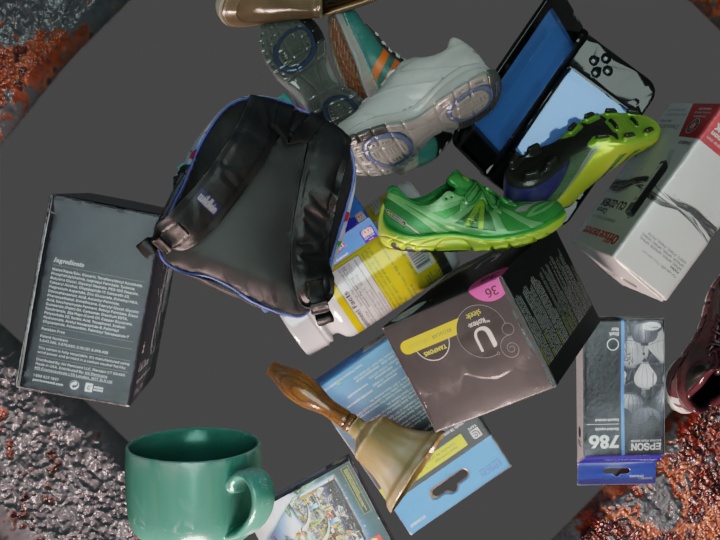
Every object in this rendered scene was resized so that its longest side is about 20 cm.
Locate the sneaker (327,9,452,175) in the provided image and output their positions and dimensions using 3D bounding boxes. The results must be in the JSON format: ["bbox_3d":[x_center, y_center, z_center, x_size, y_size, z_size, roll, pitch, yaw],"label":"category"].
[{"bbox_3d":[0.033,-0.211,1.326,0.079,0.071,0.201,-27,90,-17],"label":"sneaker"}]

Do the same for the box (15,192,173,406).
[{"bbox_3d":[-0.272,0.024,1.261,0.123,0.200,0.199,9,94,-4],"label":"box"}]

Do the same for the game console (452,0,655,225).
[{"bbox_3d":[0.218,-0.173,1.305,0.175,0.116,0.201,35,93,-3],"label":"game console"}]

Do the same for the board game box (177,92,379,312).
[{"bbox_3d":[-0.093,-0.077,1.288,0.151,0.045,0.201,-35,60,1],"label":"board game box"}]

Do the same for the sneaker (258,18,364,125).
[{"bbox_3d":[-0.053,-0.202,1.316,0.074,0.087,0.201,-28,76,-8],"label":"sneaker"}]

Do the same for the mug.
[{"bbox_3d":[-0.179,0.248,1.287,0.150,0.185,0.116,-2,97,-12],"label":"mug"}]

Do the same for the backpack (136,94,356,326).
[{"bbox_3d":[-0.094,-0.068,1.150,0.199,0.154,0.192,24,91,-16],"label":"backpack"}]

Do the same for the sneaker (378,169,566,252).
[{"bbox_3d":[0.117,-0.062,1.219,0.198,0.074,0.085,-2,94,-4],"label":"sneaker"}]

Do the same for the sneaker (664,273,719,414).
[{"bbox_3d":[0.420,0.080,1.327,0.075,0.116,0.201,27,93,-3],"label":"sneaker"}]

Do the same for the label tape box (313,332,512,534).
[{"bbox_3d":[0.057,0.173,1.348,0.144,0.063,0.201,-34,94,2],"label":"label tape box"}]

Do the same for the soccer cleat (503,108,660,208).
[{"bbox_3d":[0.242,-0.116,1.300,0.199,0.065,0.084,-25,135,-17],"label":"soccer cleat"}]

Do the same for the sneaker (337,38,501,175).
[{"bbox_3d":[0.046,-0.169,1.232,0.199,0.075,0.088,-27,54,0],"label":"sneaker"}]

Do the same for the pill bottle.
[{"bbox_3d":[0.000,0.000,1.311,0.199,0.114,0.115,-33,94,1],"label":"pill bottle"}]

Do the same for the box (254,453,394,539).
[{"bbox_3d":[-0.026,0.335,1.369,0.136,0.038,0.201,-28,94,0],"label":"box"}]

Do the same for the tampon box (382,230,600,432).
[{"bbox_3d":[0.144,0.057,1.255,0.149,0.200,0.127,-26,94,29],"label":"tampon box"}]

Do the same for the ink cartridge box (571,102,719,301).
[{"bbox_3d":[0.338,-0.079,1.296,0.083,0.144,0.201,35,92,-11],"label":"ink cartridge box"}]

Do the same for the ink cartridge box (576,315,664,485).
[{"bbox_3d":[0.301,0.154,1.368,0.098,0.039,0.202,-2,94,-2],"label":"ink cartridge box"}]

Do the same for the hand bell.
[{"bbox_3d":[-0.018,0.162,1.286,0.199,0.104,0.105,34,92,11],"label":"hand bell"}]

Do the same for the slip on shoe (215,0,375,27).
[{"bbox_3d":[-0.057,-0.300,1.277,0.198,0.076,0.061,-16,56,-12],"label":"slip on shoe"}]
